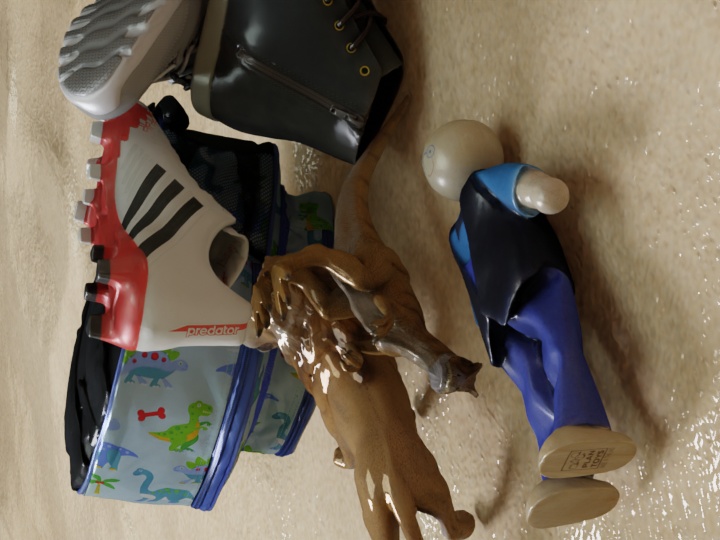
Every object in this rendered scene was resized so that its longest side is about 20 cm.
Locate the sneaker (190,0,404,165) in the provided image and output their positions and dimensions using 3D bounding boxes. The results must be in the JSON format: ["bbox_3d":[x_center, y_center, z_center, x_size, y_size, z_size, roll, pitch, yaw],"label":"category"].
[{"bbox_3d":[-0.018,-0.160,0.921,0.106,0.075,0.201,21,119,15],"label":"sneaker"}]

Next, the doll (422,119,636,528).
[{"bbox_3d":[0.072,0.008,0.790,0.137,0.048,0.201,97,161,-51],"label":"doll"}]

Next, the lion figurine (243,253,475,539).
[{"bbox_3d":[0.007,0.081,0.892,0.200,0.072,0.123,52,167,44],"label":"lion figurine"}]

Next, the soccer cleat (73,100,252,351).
[{"bbox_3d":[-0.103,-0.024,0.917,0.200,0.085,0.069,-106,28,-55],"label":"soccer cleat"}]

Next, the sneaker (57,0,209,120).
[{"bbox_3d":[-0.098,-0.132,0.971,0.074,0.200,0.082,-16,116,30],"label":"sneaker"}]

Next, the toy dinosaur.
[{"bbox_3d":[0.000,0.000,0.877,0.061,0.106,0.201,106,152,-44],"label":"toy dinosaur"}]

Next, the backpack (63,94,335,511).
[{"bbox_3d":[-0.092,0.037,1.031,0.183,0.146,0.201,114,166,-51],"label":"backpack"}]
